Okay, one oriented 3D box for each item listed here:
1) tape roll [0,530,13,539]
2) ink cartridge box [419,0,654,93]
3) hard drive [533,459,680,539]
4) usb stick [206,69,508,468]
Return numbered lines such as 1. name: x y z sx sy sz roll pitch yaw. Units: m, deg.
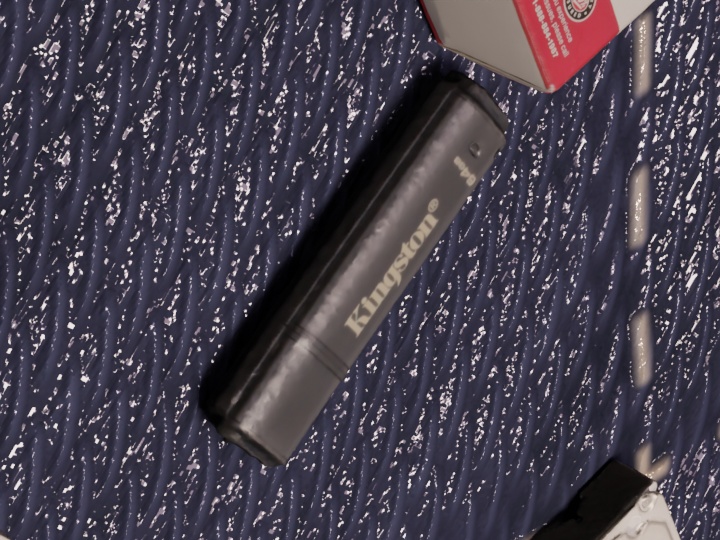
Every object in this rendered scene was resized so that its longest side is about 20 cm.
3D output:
1. tape roll: -0.221 0.158 0.884 0.202 0.139 0.204 -20 122 -35
2. ink cartridge box: 0.104 -0.201 1.049 0.200 0.085 0.148 -43 132 -21
3. hard drive: 0.134 0.219 1.308 0.140 0.038 0.201 -42 133 -20
4. usb stick: 0.000 0.000 1.086 0.200 0.033 0.055 -55 134 -8
